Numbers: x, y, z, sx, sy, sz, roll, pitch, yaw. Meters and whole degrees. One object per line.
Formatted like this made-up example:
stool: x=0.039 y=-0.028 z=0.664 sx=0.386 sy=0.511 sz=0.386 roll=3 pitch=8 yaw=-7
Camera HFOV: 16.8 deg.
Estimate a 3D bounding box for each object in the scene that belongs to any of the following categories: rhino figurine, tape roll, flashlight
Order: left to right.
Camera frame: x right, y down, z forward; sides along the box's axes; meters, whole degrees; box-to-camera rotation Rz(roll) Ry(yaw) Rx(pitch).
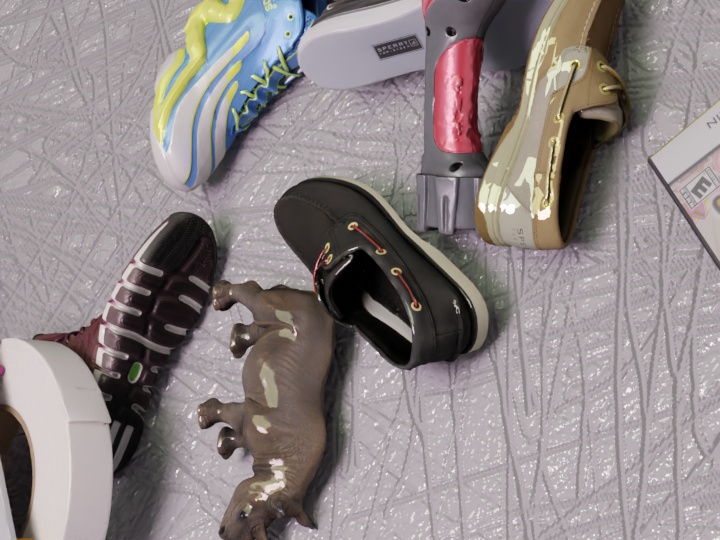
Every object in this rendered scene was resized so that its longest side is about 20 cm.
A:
tape roll: x=-0.238 y=0.148 z=1.699 sx=0.202 sy=0.037 sz=0.204 roll=-11 pitch=76 yaw=53
rhino figurine: x=-0.061 y=0.102 z=1.621 sx=0.087 sy=0.060 sz=0.201 roll=-5 pitch=68 yaw=24
flashlight: x=0.069 y=-0.125 z=1.584 sx=0.067 sy=0.068 sz=0.202 roll=1 pitch=95 yaw=10

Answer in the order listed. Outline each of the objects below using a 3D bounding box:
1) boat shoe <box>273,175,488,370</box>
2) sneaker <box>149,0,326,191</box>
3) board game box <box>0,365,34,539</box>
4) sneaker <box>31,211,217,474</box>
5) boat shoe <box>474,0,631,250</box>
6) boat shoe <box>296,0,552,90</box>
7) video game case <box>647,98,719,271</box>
boat shoe: x=0.000 y=-0.002 z=1.611 sx=0.201 sy=0.063 sz=0.074 roll=40 pitch=135 yaw=41
sneaker: x=-0.080 y=-0.151 z=1.751 sx=0.105 sy=0.076 sz=0.201 roll=3 pitch=70 yaw=38
board game box: x=-0.292 y=0.173 z=1.716 sx=0.200 sy=0.026 sz=0.201 roll=-44 pitch=51 yaw=42
sneaker: x=-0.187 y=0.040 z=1.740 sx=0.115 sy=0.076 sz=0.201 roll=20 pitch=81 yaw=44
boat shoe: x=0.139 y=-0.103 z=1.571 sx=0.066 sy=0.074 sz=0.201 roll=16 pitch=80 yaw=28
boat shoe: x=0.053 y=-0.173 z=1.672 sx=0.199 sy=0.070 sz=0.066 roll=-12 pitch=37 yaw=27
video game case: x=0.287 y=-0.054 z=1.457 sx=0.181 sy=0.025 sz=0.201 roll=-40 pitch=50 yaw=14
